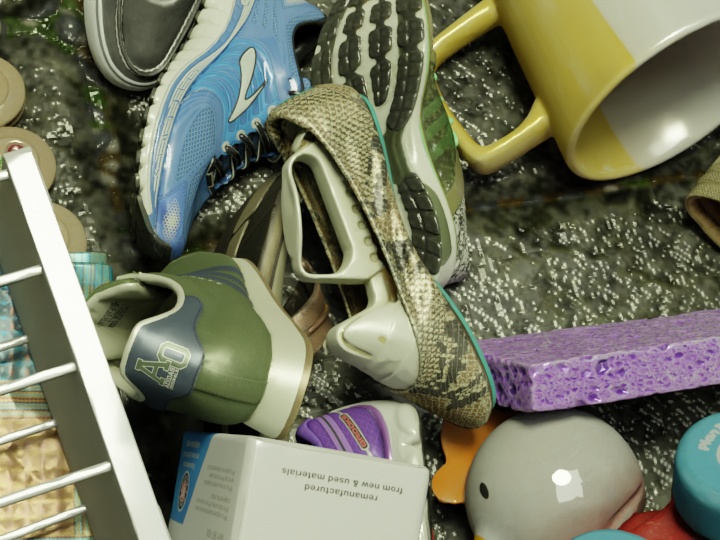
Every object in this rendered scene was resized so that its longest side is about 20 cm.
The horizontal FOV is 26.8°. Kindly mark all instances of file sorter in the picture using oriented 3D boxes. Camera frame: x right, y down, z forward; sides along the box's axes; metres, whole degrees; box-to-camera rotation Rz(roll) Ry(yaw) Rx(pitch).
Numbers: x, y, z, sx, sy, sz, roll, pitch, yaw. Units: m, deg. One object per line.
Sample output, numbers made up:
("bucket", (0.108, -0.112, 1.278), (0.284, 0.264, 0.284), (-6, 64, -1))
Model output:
("file sorter", (-0.181, 0.073, 0.692), (0.124, 0.139, 0.200), (-18, 79, -19))

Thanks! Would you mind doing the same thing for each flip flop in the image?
("flip flop", (-0.045, 0.041, 0.811), (0.057, 0.081, 0.200), (12, 63, -29))

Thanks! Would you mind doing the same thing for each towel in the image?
("towel", (-0.196, 0.084, 0.768), (0.146, 0.022, 0.201), (1, 71, -16))

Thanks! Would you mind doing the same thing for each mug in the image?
("mug", (0.137, -0.155, 0.908), (0.186, 0.150, 0.153), (-17, 63, -28))

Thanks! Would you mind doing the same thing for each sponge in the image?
("sponge", (0.161, 0.046, 0.837), (0.199, 0.112, 0.030), (-6, 94, -17))

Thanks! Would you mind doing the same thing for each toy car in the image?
("toy car", (0.105, 0.142, 0.774), (0.177, 0.185, 0.200), (-36, 50, -25))

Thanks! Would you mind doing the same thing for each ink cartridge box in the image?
("ink cartridge box", (-0.044, 0.177, 0.667), (0.084, 0.145, 0.201), (12, 82, -16))

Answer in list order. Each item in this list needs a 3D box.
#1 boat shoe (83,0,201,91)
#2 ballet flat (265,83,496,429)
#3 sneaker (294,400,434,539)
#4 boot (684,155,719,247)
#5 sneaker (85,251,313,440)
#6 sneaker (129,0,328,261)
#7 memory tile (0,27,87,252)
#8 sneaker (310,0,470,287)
("boat shoe", (-0.102, -0.200, 0.863), (0.070, 0.066, 0.200), (19, 89, -29))
("ballet flat", (0.000, 0.000, 0.789), (0.075, 0.068, 0.200), (-20, 86, -37))
("sneaker", (0.000, 0.166, 0.775), (0.083, 0.081, 0.200), (-6, 60, 2))
("boot", (0.313, -0.041, 0.936), (0.200, 0.073, 0.156), (34, 62, 4))
("sneaker", (-0.094, 0.023, 0.735), (0.090, 0.200, 0.067), (16, 97, -23))
("sneaker", (-0.070, -0.089, 0.858), (0.089, 0.079, 0.200), (23, 63, -1))
("memory tile", (-0.250, -0.064, 0.835), (0.153, 0.017, 0.200), (-18, 72, -21))
("sneaker", (0.027, -0.076, 0.870), (0.077, 0.089, 0.201), (-7, 85, 29))
